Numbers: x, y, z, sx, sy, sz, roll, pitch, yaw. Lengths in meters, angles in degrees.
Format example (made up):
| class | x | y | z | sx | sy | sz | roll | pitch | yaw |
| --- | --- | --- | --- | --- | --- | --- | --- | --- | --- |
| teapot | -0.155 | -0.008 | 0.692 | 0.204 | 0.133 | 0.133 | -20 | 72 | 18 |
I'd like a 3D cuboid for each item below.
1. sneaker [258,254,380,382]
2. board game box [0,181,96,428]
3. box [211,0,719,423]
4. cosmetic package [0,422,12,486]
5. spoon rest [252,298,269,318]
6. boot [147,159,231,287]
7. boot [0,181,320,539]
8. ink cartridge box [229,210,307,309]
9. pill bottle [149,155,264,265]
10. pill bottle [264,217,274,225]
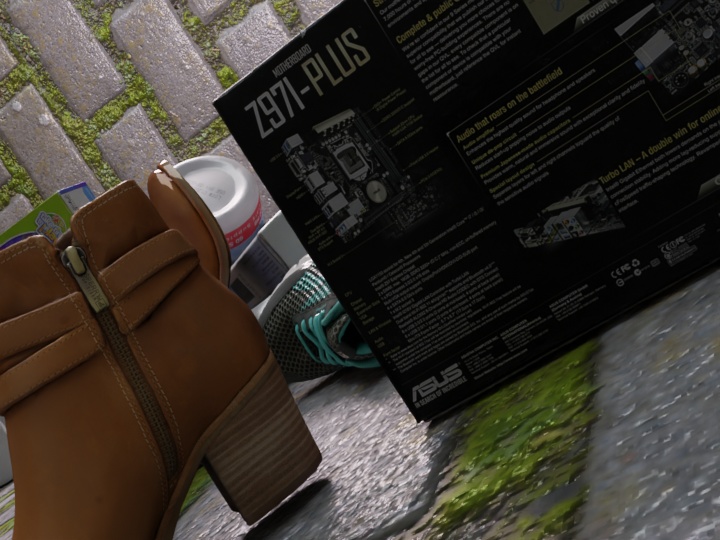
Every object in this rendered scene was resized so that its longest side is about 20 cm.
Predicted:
| class | x | y | z | sx | sy | sz | roll | pitch | yaw |
| --- | --- | --- | --- | --- | --- | --- | --- | --- | --- |
| sneaker | -0.006 | 0.025 | 0.586 | 0.199 | 0.078 | 0.091 | -32 | 10 | 36 |
| board game box | -0.190 | 0.063 | 0.671 | 0.133 | 0.202 | 0.045 | -32 | 6 | 14 |
| box | 0.067 | -0.061 | 0.408 | 0.198 | 0.165 | 0.086 | -32 | 6 | 21 |
| cosmetic package | -0.599 | 0.236 | 1.566 | 0.198 | 0.202 | 0.123 | -29 | 7 | 33 |
| spoon rest | -0.082 | 0.047 | 0.884 | 0.099 | 0.061 | 0.199 | -37 | 6 | -24 |
| boot | -0.162 | 0.032 | 0.748 | 0.153 | 0.203 | 0.077 | -26 | 2 | -8 |
| boot | -0.126 | 0.070 | 0.404 | 0.199 | 0.157 | 0.077 | -36 | 7 | -19 |
| ink cartridge box | -0.029 | -0.054 | 0.802 | 0.174 | 0.044 | 0.200 | -46 | 4 | -17 |
| pill bottle | -0.145 | -0.008 | 1.003 | 0.108 | 0.108 | 0.202 | -37 | -37 | -26 |
| pill bottle | 0.011 | -0.063 | 0.964 | 0.198 | 0.117 | 0.116 | -34 | 6 | -1 |
